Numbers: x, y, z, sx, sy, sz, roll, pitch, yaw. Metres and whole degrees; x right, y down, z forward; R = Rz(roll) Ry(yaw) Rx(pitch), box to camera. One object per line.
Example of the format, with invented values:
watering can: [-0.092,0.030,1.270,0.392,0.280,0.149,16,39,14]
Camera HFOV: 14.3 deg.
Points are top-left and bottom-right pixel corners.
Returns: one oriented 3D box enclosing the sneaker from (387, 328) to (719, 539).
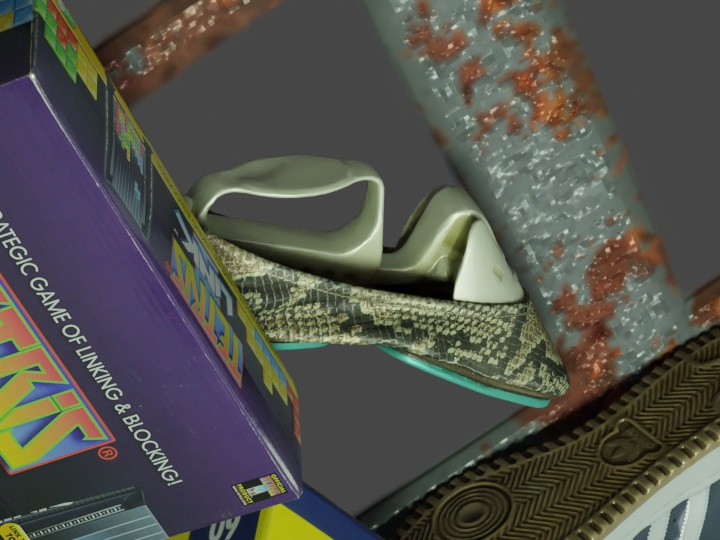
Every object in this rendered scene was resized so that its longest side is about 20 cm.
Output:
sneaker: [0.102,0.112,1.125,0.200,0.070,0.109,-31,129,-11]

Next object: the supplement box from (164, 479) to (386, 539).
supplement box: [-0.054,0.184,0.988,0.109,0.200,0.109,-13,144,36]

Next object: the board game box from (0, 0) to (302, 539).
board game box: [-0.131,0.017,0.901,0.165,0.057,0.200,-18,132,14]

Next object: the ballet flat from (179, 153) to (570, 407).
ballet flat: [0.000,0.000,0.999,0.200,0.068,0.075,10,106,-30]
